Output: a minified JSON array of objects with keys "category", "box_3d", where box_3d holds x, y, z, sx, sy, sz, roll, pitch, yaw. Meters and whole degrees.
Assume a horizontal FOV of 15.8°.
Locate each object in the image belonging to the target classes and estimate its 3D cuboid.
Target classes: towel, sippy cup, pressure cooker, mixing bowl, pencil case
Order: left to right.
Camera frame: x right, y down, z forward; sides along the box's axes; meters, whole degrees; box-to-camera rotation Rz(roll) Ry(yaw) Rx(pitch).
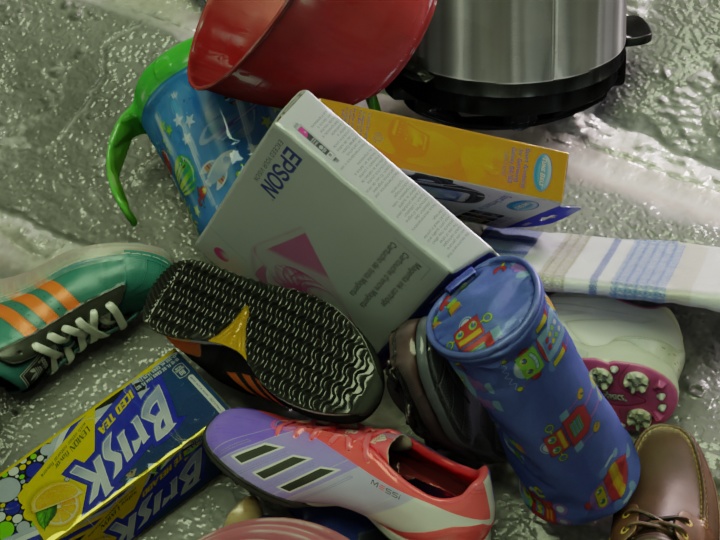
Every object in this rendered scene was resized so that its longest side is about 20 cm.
[{"category":"sippy cup","box_3d":[-0.080,-0.083,1.822,0.178,0.139,0.131,-36,59,36]},{"category":"mixing bowl","box_3d":[-0.018,-0.181,1.716,0.108,0.200,0.201,30,57,-20]},{"category":"pressure cooker","box_3d":[0.101,-0.194,1.830,0.175,0.201,0.178,15,31,32]},{"category":"pencil case","box_3d":[0.107,0.076,1.597,0.078,0.200,0.087,-38,44,-7]},{"category":"towel","box_3d":[0.170,0.001,1.735,0.199,0.024,0.147,6,12,11]}]

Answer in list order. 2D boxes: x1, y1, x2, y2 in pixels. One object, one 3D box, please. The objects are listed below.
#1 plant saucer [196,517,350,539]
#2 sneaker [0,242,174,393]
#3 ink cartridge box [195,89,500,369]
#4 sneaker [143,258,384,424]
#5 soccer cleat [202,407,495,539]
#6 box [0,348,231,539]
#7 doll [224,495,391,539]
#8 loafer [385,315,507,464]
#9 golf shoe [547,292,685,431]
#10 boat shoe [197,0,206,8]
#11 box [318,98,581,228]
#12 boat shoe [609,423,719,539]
[{"category":"plant saucer","box_3d":[-0.067,0.247,1.606,0.200,0.051,0.201,-8,65,18]},{"category":"sneaker","box_3d":[-0.219,0.044,1.787,0.199,0.071,0.080,-17,59,3]},{"category":"ink cartridge box","box_3d":[0.000,0.000,1.666,0.200,0.196,0.043,42,60,2]},{"category":"sneaker","box_3d":[-0.049,0.055,1.700,0.200,0.090,0.070,23,77,37]},{"category":"soccer cleat","box_3d":[-0.006,0.121,1.649,0.199,0.073,0.068,22,43,14]},{"category":"box","box_3d":[-0.177,0.144,1.712,0.200,0.064,0.070,-36,59,-16]},{"category":"doll","box_3d":[0.004,0.204,1.656,0.200,0.049,0.136,33,67,29]},{"category":"loafer","box_3d":[0.045,0.083,1.648,0.063,0.200,0.072,-5,69,17]},{"category":"golf shoe","box_3d":[0.123,0.046,1.743,0.199,0.076,0.092,15,47,12]},{"category":"boat shoe","box_3d":[-0.090,-0.217,1.924,0.068,0.057,0.200,-26,43,-21]},{"category":"box","box_3d":[0.047,-0.068,1.727,0.199,0.119,0.042,10,80,-16]},{"category":"boat shoe","box_3d":[0.191,0.180,1.636,0.072,0.068,0.201,3,57,10]}]
